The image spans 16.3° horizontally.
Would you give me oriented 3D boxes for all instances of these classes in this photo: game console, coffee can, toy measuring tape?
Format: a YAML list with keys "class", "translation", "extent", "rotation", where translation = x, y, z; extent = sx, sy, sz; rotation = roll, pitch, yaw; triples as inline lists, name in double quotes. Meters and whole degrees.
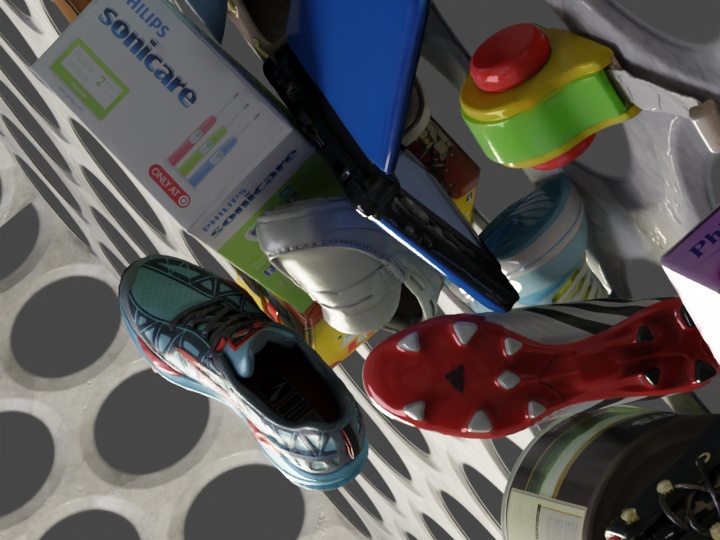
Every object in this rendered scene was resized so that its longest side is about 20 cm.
- class: "game console"
  translation: [0.028, -0.099, 1.353]
  extent: [0.171, 0.118, 0.200]
  rotation: [36, -168, -29]
- class: "coffee can"
  translation: [0.177, 0.155, 1.496]
  extent: [0.146, 0.146, 0.200]
  rotation: [51, 170, -6]
- class: "toy measuring tape"
  translation: [0.100, -0.073, 1.203]
  extent: [0.074, 0.074, 0.200]
  rotation: [55, 170, -28]

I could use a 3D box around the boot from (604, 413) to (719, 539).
- class: "boot"
  translation: [0.185, 0.080, 1.143]
  extent: [0.073, 0.154, 0.204]
  rotation: [45, 169, 22]

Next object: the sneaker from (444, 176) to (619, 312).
- class: "sneaker"
  translation: [0.124, 0.020, 1.448]
  extent: [0.131, 0.080, 0.200]
  rotation: [47, 174, -2]

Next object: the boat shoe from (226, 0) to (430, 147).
- class: "boat shoe"
  translation: [-0.028, -0.140, 1.540]
  extent: [0.200, 0.072, 0.060]
  rotation: [49, 176, 44]

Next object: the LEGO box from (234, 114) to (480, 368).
- class: "LEGO box"
  translation: [-0.004, -0.018, 1.654]
  extent: [0.077, 0.149, 0.200]
  rotation: [48, 170, 10]

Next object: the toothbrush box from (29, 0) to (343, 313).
- class: "toothbrush box"
  translation: [-0.081, -0.072, 1.458]
  extent: [0.146, 0.086, 0.200]
  rotation: [45, -179, 21]

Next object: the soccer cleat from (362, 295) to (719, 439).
- class: "soccer cleat"
  translation: [0.100, 0.050, 1.358]
  extent: [0.085, 0.199, 0.069]
  rotation: [166, 95, -88]

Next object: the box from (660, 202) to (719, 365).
- class: "box"
  translation: [0.239, 0.055, 0.964]
  extent: [0.176, 0.097, 0.200]
  rotation: [55, 167, -29]

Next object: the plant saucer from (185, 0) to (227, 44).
- class: "plant saucer"
  translation: [-0.127, -0.217, 1.413]
  extent: [0.201, 0.039, 0.201]
  rotation: [51, 180, 0]

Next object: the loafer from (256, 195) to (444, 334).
- class: "loafer"
  translation: [0.000, 0.000, 1.418]
  extent: [0.200, 0.070, 0.070]
  rotation: [16, -113, -64]

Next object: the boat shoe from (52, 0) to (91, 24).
- class: "boat shoe"
  translation: [-0.216, -0.178, 2.245]
  extent: [0.200, 0.074, 0.076]
  rotation: [48, 170, 11]

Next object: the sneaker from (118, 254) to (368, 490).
- class: "sneaker"
  translation: [-0.069, 0.047, 1.584]
  extent: [0.200, 0.079, 0.096]
  rotation: [38, 158, 13]
